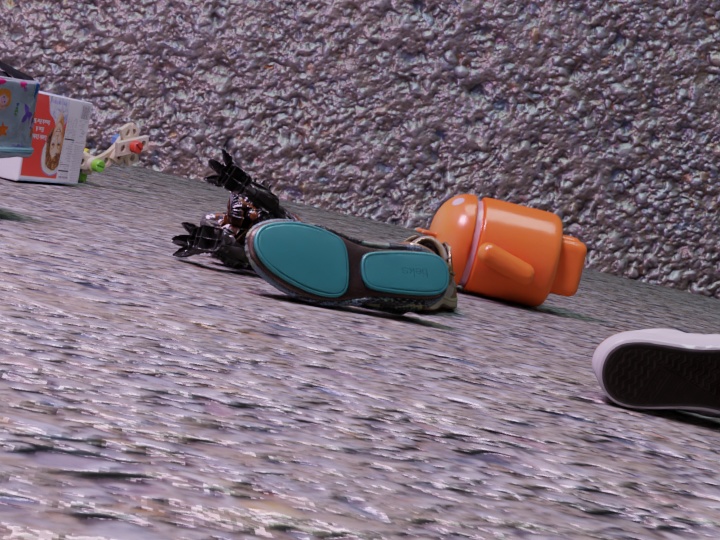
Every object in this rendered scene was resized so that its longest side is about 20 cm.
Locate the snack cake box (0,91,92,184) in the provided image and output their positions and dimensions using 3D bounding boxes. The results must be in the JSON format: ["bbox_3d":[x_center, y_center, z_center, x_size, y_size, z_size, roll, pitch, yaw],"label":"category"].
[{"bbox_3d":[-0.424,-0.176,2.024,0.067,0.116,0.200,13,4,11],"label":"snack cake box"}]

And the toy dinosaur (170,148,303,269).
[{"bbox_3d":[-0.090,-0.038,1.445,0.199,0.103,0.135,-12,-32,42],"label":"toy dinosaur"}]

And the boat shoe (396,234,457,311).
[{"bbox_3d":[0.064,0.000,1.532,0.073,0.067,0.200,14,4,6],"label":"boat shoe"}]

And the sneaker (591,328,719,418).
[{"bbox_3d":[0.265,0.074,1.128,0.198,0.074,0.085,12,7,-2],"label":"sneaker"}]

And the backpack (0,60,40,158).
[{"bbox_3d":[-0.397,-0.143,1.415,0.198,0.152,0.177,7,4,26],"label":"backpack"}]

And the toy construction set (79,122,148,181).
[{"bbox_3d":[-0.411,-0.174,2.287,0.199,0.093,0.131,3,-3,35],"label":"toy construction set"}]

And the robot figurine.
[{"bbox_3d":[0.165,-0.025,1.845,0.198,0.117,0.145,13,47,-3],"label":"robot figurine"}]

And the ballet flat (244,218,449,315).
[{"bbox_3d":[-0.020,0.004,1.333,0.198,0.075,0.074,13,4,-28],"label":"ballet flat"}]
